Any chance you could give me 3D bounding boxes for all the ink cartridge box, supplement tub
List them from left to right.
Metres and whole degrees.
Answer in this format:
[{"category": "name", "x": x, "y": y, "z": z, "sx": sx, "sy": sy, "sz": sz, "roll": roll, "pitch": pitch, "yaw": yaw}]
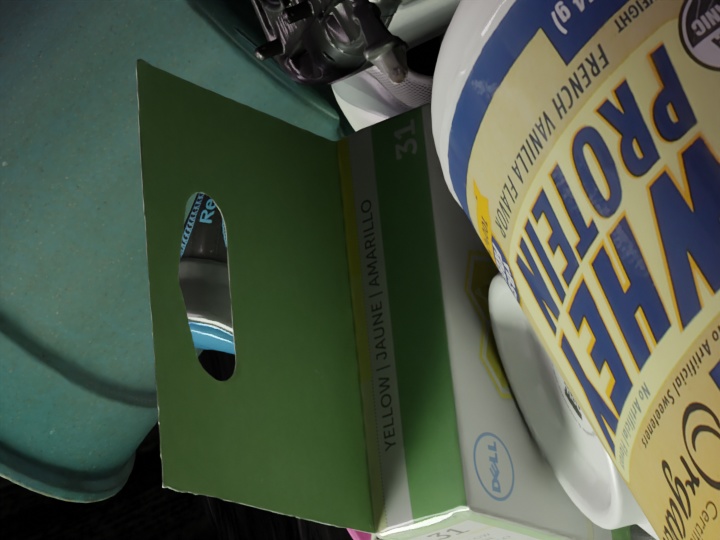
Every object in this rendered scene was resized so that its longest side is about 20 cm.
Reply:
[{"category": "ink cartridge box", "x": 0.012, "y": 0.016, "z": 0.787, "sx": 0.200, "sy": 0.048, "sz": 0.146, "roll": 22, "pitch": -125, "yaw": -51}, {"category": "supplement tub", "x": 0.117, "y": 0.007, "z": 0.502, "sx": 0.145, "sy": 0.144, "sz": 0.201, "roll": 84, "pitch": 160, "yaw": -58}]

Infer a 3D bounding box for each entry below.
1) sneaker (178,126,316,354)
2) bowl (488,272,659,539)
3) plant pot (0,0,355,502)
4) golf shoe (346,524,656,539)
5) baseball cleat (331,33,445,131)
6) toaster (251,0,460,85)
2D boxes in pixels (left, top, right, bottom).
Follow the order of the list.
[{"category": "sneaker", "x": 0.000, "y": 0.000, "z": 0.883, "sx": 0.200, "sy": 0.073, "sz": 0.082, "roll": 19, "pitch": -98, "yaw": -64}, {"category": "bowl", "x": 0.101, "y": 0.024, "z": 0.753, "sx": 0.201, "sy": 0.094, "sz": 0.201, "roll": 61, "pitch": 168, "yaw": 22}, {"category": "plant pot", "x": -0.110, "y": -0.043, "z": 0.997, "sx": 0.200, "sy": 0.196, "sz": 0.200, "roll": 40, "pitch": -165, "yaw": -13}, {"category": "golf shoe", "x": 0.086, "y": 0.118, "z": 0.885, "sx": 0.199, "sy": 0.076, "sz": 0.092, "roll": 20, "pitch": 167, "yaw": 20}, {"category": "baseball cleat", "x": -0.013, "y": -0.136, "z": 0.930, "sx": 0.200, "sy": 0.070, "sz": 0.107, "roll": 51, "pitch": 162, "yaw": 22}, {"category": "toaster", "x": 0.004, "y": -0.158, "z": 0.773, "sx": 0.181, "sy": 0.118, "sz": 0.201, "roll": 151, "pitch": 96, "yaw": -80}]
